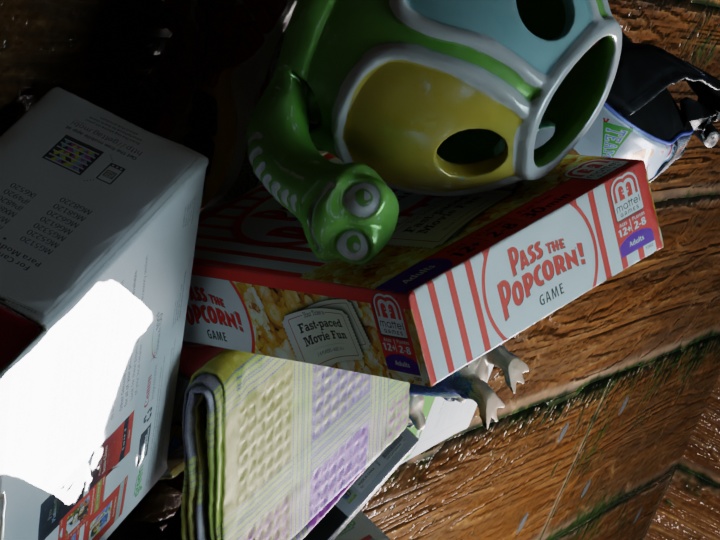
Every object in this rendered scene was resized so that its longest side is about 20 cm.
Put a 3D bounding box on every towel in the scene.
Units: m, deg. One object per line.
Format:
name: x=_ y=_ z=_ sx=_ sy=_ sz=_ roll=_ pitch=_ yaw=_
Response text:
towel: x=-0.030 y=0.067 z=1.320 sx=0.200 sy=0.023 sz=0.144 roll=-42 pitch=141 yaw=-48

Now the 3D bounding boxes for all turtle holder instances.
turtle holder: x=0.031 y=-0.096 z=1.173 sx=0.185 sy=0.132 sz=0.141 roll=-32 pitch=146 yaw=-53

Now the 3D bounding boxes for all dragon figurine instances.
dragon figurine: x=0.040 y=0.036 z=1.626 sx=0.059 sy=0.099 sz=0.200 roll=-55 pitch=143 yaw=-27

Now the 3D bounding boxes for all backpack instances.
backpack: x=0.101 y=-0.107 z=1.566 sx=0.154 sy=0.200 sz=0.190 roll=-48 pitch=175 yaw=9

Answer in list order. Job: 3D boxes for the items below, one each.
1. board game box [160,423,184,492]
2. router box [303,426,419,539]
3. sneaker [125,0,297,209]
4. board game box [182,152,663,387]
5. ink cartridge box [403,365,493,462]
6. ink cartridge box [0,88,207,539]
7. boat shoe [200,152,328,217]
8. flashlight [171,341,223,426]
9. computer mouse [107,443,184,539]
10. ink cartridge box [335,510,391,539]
board game box: x=-0.040 y=0.057 z=1.612 sx=0.166 sy=0.057 sz=0.200 roll=-64 pitch=164 yaw=6
router box: x=-0.066 y=0.165 z=1.462 sx=0.200 sy=0.052 sz=0.157 roll=-46 pitch=177 yaw=-25
sneaker: x=-0.048 y=-0.117 z=1.258 sx=0.082 sy=0.078 sz=0.200 roll=-17 pitch=143 yaw=-42
board game box: x=0.014 y=-0.008 z=1.223 sx=0.151 sy=0.200 sz=0.046 roll=-29 pitch=113 yaw=-36
ink cartridge box: x=0.036 y=0.071 z=1.863 sx=0.200 sy=0.059 sz=0.104 roll=-20 pitch=134 yaw=-67
ink cartridge box: x=-0.154 y=0.054 z=1.168 sx=0.176 sy=0.084 sz=0.200 roll=-49 pitch=159 yaw=-45
boat shoe: x=-0.038 y=-0.013 z=1.358 sx=0.200 sy=0.066 sz=0.074 roll=-15 pitch=123 yaw=-37
flashlight: x=-0.058 y=-0.009 z=1.447 sx=0.068 sy=0.068 sz=0.200 roll=-125 pitch=-130 yaw=-67
computer mouse: x=-0.125 y=0.155 z=1.400 sx=0.200 sy=0.046 sz=0.141 roll=-28 pitch=159 yaw=-44
ink cartridge box: x=-0.038 y=0.251 z=1.614 sx=0.200 sy=0.176 sz=0.084 roll=-28 pitch=146 yaw=-33
